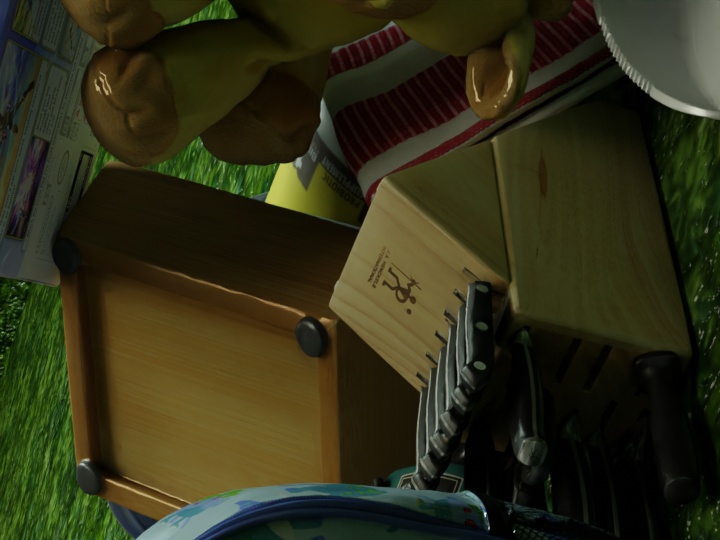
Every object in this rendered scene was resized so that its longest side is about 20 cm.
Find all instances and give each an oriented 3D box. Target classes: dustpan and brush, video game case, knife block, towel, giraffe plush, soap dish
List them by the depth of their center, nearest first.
[{"bbox_3d":[0.085,0.030,0.854,0.200,0.175,0.064,-21,-35,-46],"label":"knife block"},{"bbox_3d":[0.111,-0.144,0.893,0.200,0.057,0.140,-119,45,-74],"label":"dustpan and brush"},{"bbox_3d":[-0.001,-0.123,0.928,0.162,0.200,0.174,6,113,40],"label":"giraffe plush"},{"bbox_3d":[-0.142,-0.098,0.993,0.181,0.045,0.201,26,-100,-83],"label":"video game case"},{"bbox_3d":[0.044,-0.112,1.007,0.144,0.023,0.200,-30,33,8],"label":"towel"},{"bbox_3d":[-0.048,0.049,1.039,0.199,0.081,0.158,17,119,37],"label":"soap dish"}]

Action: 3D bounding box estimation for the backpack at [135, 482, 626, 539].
[{"bbox_3d":[0.015,0.152,0.673,0.147,0.199,0.184,175,110,-77],"label":"backpack"}]

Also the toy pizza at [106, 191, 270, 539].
[{"bbox_3d":[-0.065,0.051,1.210,0.032,0.200,0.201,26,105,36],"label":"toy pizza"}]

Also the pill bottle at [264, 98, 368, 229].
[{"bbox_3d":[0.000,0.000,1.109,0.110,0.109,0.201,-91,19,-50],"label":"pill bottle"}]

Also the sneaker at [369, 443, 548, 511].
[{"bbox_3d":[0.014,0.112,0.827,0.200,0.071,0.080,-35,-52,-62],"label":"sneaker"}]
